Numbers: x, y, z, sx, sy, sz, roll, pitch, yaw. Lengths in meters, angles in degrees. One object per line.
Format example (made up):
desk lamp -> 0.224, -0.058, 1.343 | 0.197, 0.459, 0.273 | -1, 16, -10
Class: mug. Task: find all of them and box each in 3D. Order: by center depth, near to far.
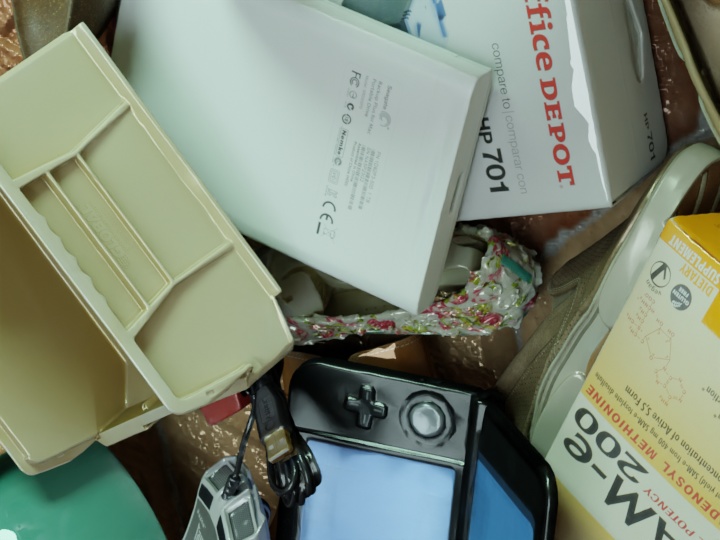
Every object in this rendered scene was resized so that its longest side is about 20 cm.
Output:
mug -> -0.196, 0.169, 1.291 | 0.186, 0.114, 0.152 | 59, 153, 6

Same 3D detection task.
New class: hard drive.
hard drive -> -0.039, -0.076, 1.109 | 0.199, 0.026, 0.133 | 25, 119, 21

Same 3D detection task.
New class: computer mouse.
computer mouse -> -0.064, 0.141, 1.197 | 0.110, 0.044, 0.201 | -118, 39, -47

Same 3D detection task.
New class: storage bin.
storage bin -> -0.158, 0.000, 1.145 | 0.199, 0.094, 0.200 | 54, 148, -7

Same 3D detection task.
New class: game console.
game console -> 0.022, 0.166, 1.143 | 0.175, 0.116, 0.201 | 11, 106, 17

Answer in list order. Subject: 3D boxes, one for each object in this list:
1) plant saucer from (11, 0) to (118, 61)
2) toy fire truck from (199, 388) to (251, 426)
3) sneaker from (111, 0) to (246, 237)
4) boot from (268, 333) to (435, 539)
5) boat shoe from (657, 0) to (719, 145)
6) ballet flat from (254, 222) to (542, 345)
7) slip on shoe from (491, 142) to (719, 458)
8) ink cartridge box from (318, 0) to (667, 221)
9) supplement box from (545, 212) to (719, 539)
plant saucer -> -0.154, -0.199, 1.158 | 0.036, 0.200, 0.202 | -3, 114, -19
toy fire truck -> -0.150, 0.007, 1.280 | 0.140, 0.049, 0.201 | -25, 95, 31
sneaker -> -0.082, -0.108, 1.200 | 0.086, 0.080, 0.201 | 1, 114, 9
boot -> -0.026, 0.117, 1.248 | 0.199, 0.074, 0.156 | -14, 102, 19
boat shoe -> 0.193, -0.089, 1.063 | 0.073, 0.063, 0.201 | -31, 93, 31
ballet flat -> 0.000, 0.000, 1.185 | 0.199, 0.064, 0.076 | -6, 62, 22
slip on shoe -> 0.125, 0.013, 1.136 | 0.061, 0.076, 0.201 | 40, 127, 27
ink cartridge box -> 0.041, -0.104, 1.122 | 0.199, 0.086, 0.147 | -4, 106, 31
supplement box -> 0.172, 0.087, 1.086 | 0.126, 0.073, 0.201 | 44, 124, 34
